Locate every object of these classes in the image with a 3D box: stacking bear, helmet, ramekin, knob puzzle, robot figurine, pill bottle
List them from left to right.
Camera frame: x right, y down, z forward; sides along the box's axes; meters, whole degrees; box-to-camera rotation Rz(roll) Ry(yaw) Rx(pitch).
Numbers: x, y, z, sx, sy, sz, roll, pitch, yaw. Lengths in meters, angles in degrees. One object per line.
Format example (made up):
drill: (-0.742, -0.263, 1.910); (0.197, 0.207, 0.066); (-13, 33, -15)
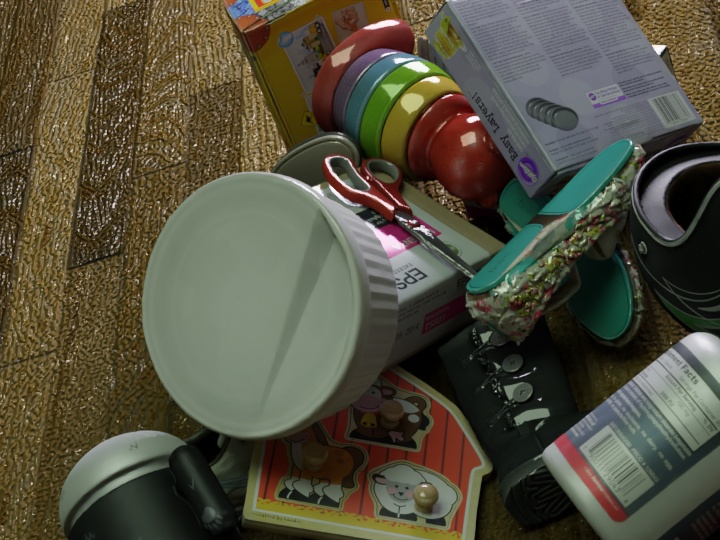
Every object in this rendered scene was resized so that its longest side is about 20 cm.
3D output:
robot figurine: (-0.148, 0.217, 1.391); (0.150, 0.125, 0.201); (-33, 62, 4)
ramekin: (-0.061, 0.028, 1.408); (0.201, 0.094, 0.204); (-2, 85, 32)
knob puzzle: (0.008, 0.132, 1.441); (0.218, 0.031, 0.220); (6, 39, -5)
stacking bear: (0.059, -0.128, 1.640); (0.113, 0.122, 0.200); (-15, 36, -40)
pill bottle: (0.239, 0.115, 1.300); (0.200, 0.120, 0.120); (-38, 37, 2)
helmet: (0.308, -0.027, 1.404); (0.191, 0.200, 0.201); (-42, 18, 45)

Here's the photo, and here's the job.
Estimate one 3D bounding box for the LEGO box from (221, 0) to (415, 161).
LEGO box: (-0.026, -0.199, 1.788); (0.148, 0.201, 0.077); (-26, 38, -4)

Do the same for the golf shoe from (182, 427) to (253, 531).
golf shoe: (-0.073, 0.142, 1.489); (0.199, 0.098, 0.078); (-25, 35, -4)

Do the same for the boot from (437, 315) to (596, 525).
boot: (0.161, 0.094, 1.453); (0.164, 0.066, 0.200); (-21, 32, 0)

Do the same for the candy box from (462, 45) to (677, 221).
candy box: (0.192, -0.128, 1.699); (0.136, 0.061, 0.200); (7, 47, 36)

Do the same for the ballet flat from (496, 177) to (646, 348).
ballet flat: (0.189, -0.010, 1.547); (0.076, 0.064, 0.200); (-47, 51, 18)

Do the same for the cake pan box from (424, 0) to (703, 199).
cake pan box: (0.180, -0.169, 1.597); (0.199, 0.052, 0.185); (-21, 73, -36)

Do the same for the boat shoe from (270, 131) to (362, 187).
boat shoe: (-0.057, -0.071, 1.695); (0.200, 0.067, 0.057); (-47, 6, 40)

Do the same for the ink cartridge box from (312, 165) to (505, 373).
ink cartridge box: (0.000, 0.000, 1.547); (0.164, 0.076, 0.199); (33, 38, 28)

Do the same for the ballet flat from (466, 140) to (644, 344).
ballet flat: (0.163, -0.020, 1.473); (0.200, 0.064, 0.076); (-43, 19, -16)

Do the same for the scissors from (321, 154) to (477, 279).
scissors: (0.031, -0.042, 1.541); (0.073, 0.014, 0.200); (-1, 36, -28)

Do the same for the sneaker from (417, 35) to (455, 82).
sneaker: (0.120, -0.175, 1.696); (0.077, 0.079, 0.200); (-26, 35, -22)
